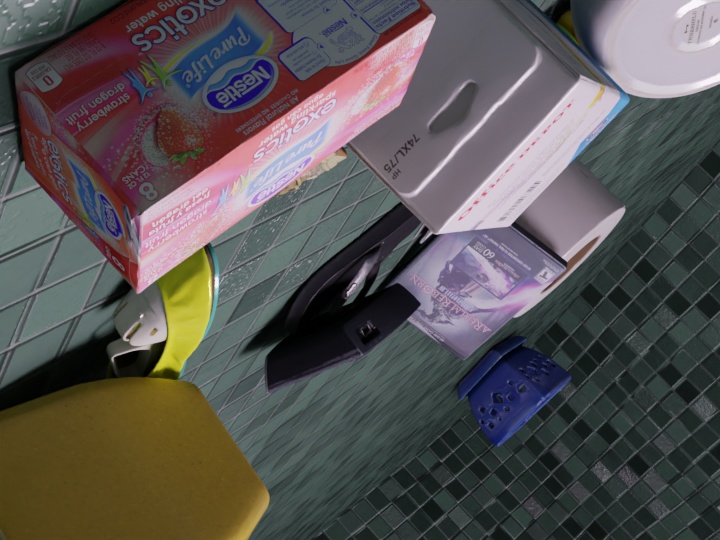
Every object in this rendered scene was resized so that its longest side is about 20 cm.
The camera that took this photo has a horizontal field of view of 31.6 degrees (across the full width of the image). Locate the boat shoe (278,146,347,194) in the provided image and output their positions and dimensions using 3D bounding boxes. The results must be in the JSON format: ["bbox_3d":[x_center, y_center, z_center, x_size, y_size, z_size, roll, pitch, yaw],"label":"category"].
[{"bbox_3d":[-0.056,-0.080,0.832,0.063,0.073,0.200,-42,170,6],"label":"boat shoe"}]

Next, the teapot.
[{"bbox_3d":[0.250,-0.249,1.028,0.197,0.146,0.200,12,139,-36],"label":"teapot"}]

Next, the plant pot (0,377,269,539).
[{"bbox_3d":[-0.187,0.195,0.981,0.200,0.196,0.194,-26,161,-30],"label":"plant pot"}]

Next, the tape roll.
[{"bbox_3d":[0.222,-0.056,1.640,0.203,0.139,0.203,-40,168,-11],"label":"tape roll"}]

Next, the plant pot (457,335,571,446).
[{"bbox_3d":[0.366,0.282,3.112,0.200,0.180,0.200,-50,165,29],"label":"plant pot"}]

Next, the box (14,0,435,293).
[{"bbox_3d":[-0.070,-0.095,0.674,0.200,0.103,0.095,-39,167,-25],"label":"box"}]

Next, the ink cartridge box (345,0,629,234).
[{"bbox_3d":[0.085,-0.129,0.944,0.147,0.146,0.200,-47,168,17],"label":"ink cartridge box"}]

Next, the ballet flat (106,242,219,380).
[{"bbox_3d":[-0.157,0.044,0.964,0.067,0.067,0.200,-16,157,-27],"label":"ballet flat"}]

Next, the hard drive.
[{"bbox_3d":[-0.021,0.068,1.381,0.135,0.042,0.200,-23,-175,24],"label":"hard drive"}]

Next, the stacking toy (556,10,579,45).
[{"bbox_3d":[0.196,-0.199,1.211,0.200,0.110,0.116,-23,131,-10],"label":"stacking toy"}]

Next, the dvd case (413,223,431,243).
[{"bbox_3d":[0.140,-0.127,1.387,0.149,0.016,0.200,-43,171,-45],"label":"dvd case"}]

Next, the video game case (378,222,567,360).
[{"bbox_3d":[0.133,0.012,1.552,0.200,0.143,0.019,-46,-166,34],"label":"video game case"}]

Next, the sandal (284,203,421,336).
[{"bbox_3d":[0.000,0.000,1.343,0.200,0.043,0.076,-42,167,-9],"label":"sandal"}]
